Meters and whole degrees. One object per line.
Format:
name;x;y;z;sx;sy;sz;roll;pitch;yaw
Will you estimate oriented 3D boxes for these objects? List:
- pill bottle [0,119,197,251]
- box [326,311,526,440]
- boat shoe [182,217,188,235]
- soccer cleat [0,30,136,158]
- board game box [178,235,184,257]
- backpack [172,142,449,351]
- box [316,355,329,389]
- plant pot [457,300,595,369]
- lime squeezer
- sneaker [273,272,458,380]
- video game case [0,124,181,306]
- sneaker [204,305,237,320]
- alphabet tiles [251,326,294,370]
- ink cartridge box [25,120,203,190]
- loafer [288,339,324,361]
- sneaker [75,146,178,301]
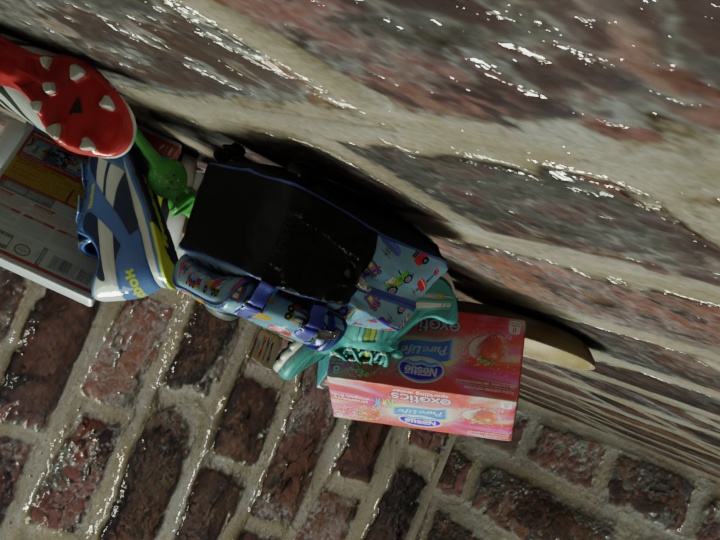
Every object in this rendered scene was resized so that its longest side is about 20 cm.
pill bottle;-0.276;-0.089;1.229;0.196;0.115;0.112;14;177;-11
box;0.069;0.105;1.241;0.196;0.096;0.103;7;150;7
boat shoe;-0.183;-0.073;1.430;0.069;0.072;0.200;25;-175;-22
soccer cleat;-0.256;-0.148;0.975;0.198;0.070;0.085;26;-175;18
board game box;-0.246;-0.070;1.558;0.199;0.034;0.128;31;-151;-59
backpack;-0.035;-0.007;0.992;0.198;0.137;0.182;23;177;-33
box;0.006;0.096;1.415;0.081;0.050;0.200;10;156;-10
plant pot;0.173;0.071;1.342;0.197;0.028;0.200;17;173;2
lime squeezer;-0.180;-0.080;1.100;0.070;0.038;0.201;30;163;31
sneaker;0.006;0.060;1.167;0.081;0.197;0.078;63;178;0
video game case;-0.276;-0.075;1.139;0.141;0.202;0.018;24;147;0
sneaker;-0.142;-0.023;1.468;0.074;0.080;0.201;25;-147;-15
alphabet tiles;-0.067;0.017;1.182;0.007;0.170;0.200;21;176;-11
ink cartridge box;-0.297;-0.087;1.340;0.198;0.147;0.084;26;173;-28
loafer;-0.078;0.009;1.338;0.202;0.071;0.073;57;158;20
sneaker;-0.229;-0.061;1.081;0.074;0.081;0.202;58;-170;-62
